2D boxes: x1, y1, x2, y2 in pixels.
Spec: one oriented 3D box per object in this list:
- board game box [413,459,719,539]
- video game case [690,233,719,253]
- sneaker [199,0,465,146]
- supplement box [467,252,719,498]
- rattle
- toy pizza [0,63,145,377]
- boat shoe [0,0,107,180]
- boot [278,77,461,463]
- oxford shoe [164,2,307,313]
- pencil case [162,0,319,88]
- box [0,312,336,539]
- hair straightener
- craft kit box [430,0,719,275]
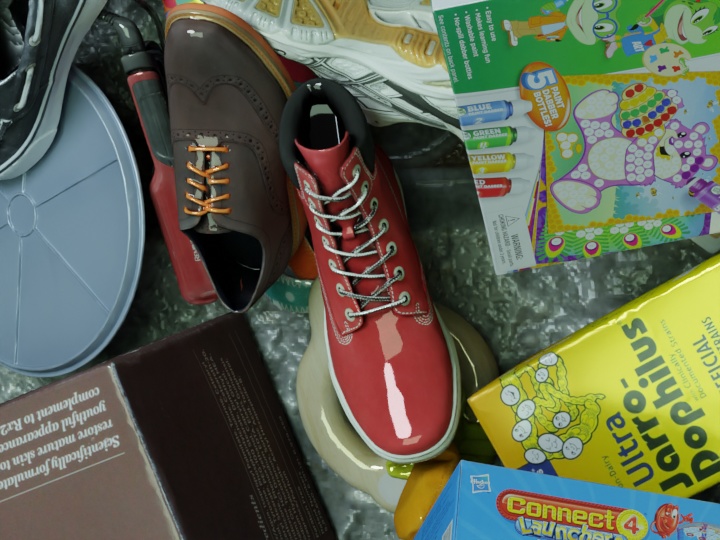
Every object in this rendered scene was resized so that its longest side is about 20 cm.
[{"bbox_3d":[0.124,0.181,1.540,0.196,0.200,0.056,10,62,-8],"label":"board game box"},{"bbox_3d":[0.205,-0.109,1.523,0.182,0.023,0.200,33,123,-32],"label":"video game case"},{"bbox_3d":[-0.005,-0.120,1.587,0.200,0.076,0.088,22,143,16],"label":"sneaker"},{"bbox_3d":[0.180,0.064,1.584,0.200,0.110,0.109,-30,87,21],"label":"supplement box"},{"bbox_3d":[-0.014,0.057,1.641,0.130,0.143,0.200,-29,94,39],"label":"rattle"},{"bbox_3d":[-0.195,-0.035,1.721,0.200,0.032,0.200,7,100,41],"label":"toy pizza"},{"bbox_3d":[-0.206,-0.123,1.641,0.072,0.068,0.200,54,136,20],"label":"boat shoe"},{"bbox_3d":[0.000,0.000,1.554,0.072,0.144,0.200,-16,67,5],"label":"boot"},{"bbox_3d":[-0.073,-0.061,1.586,0.071,0.073,0.200,3,135,20],"label":"oxford shoe"},{"bbox_3d":[-0.083,-0.165,1.657,0.088,0.088,0.200,-16,92,21],"label":"pencil case"},{"bbox_3d":[-0.142,0.138,1.662,0.166,0.200,0.164,-22,90,21],"label":"box"},{"bbox_3d":[-0.118,-0.081,1.680,0.041,0.077,0.200,-18,115,10],"label":"hair straightener"},{"bbox_3d":[0.148,-0.095,1.487,0.197,0.049,0.200,-13,135,4],"label":"craft kit box"}]
